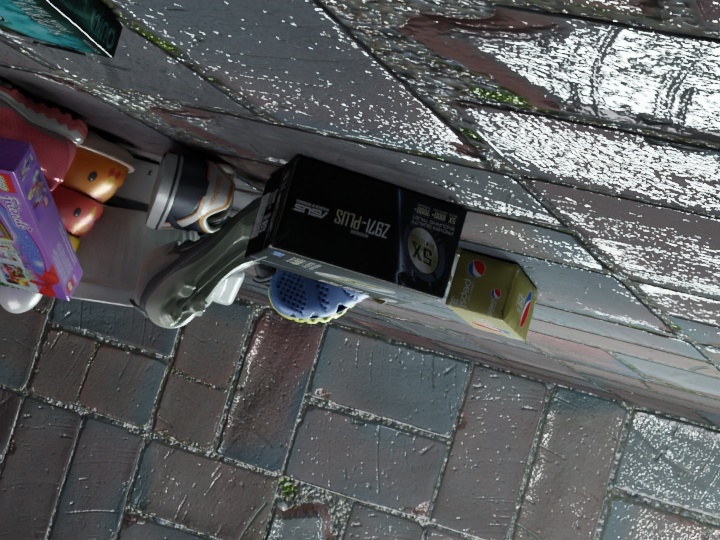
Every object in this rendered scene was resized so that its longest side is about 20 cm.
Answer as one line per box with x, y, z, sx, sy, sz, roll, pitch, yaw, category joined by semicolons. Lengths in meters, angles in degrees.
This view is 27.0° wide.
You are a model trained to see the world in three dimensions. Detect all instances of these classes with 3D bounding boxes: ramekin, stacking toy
-0.269;-0.014;1.684;0.200;0.105;0.200;8;178;0;ramekin
-0.328;-0.051;1.559;0.146;0.200;0.146;16;175;1;stacking toy

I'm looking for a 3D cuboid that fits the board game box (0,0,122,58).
-0.234;-0.178;0.890;0.135;0.028;0.200;15;175;10;board game box

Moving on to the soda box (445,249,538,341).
0.150;0.031;1.684;0.068;0.064;0.200;15;175;15;soda box

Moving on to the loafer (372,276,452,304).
0.028;0.003;1.717;0.073;0.072;0.200;10;172;45;loafer

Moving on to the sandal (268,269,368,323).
0.000;0.000;1.576;0.200;0.080;0.087;-15;166;-7;sandal

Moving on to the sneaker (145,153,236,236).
-0.172;-0.073;1.517;0.079;0.079;0.200;14;179;-11;sneaker

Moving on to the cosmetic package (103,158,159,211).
-0.312;-0.110;1.714;0.200;0.052;0.151;15;173;5;cosmetic package

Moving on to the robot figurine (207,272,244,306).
-0.279;-0.012;2.286;0.200;0.113;0.170;17;-156;-18;robot figurine

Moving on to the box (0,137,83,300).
-0.354;-0.055;1.426;0.137;0.039;0.200;12;146;14;box

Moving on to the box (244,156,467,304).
-0.010;-0.032;1.403;0.164;0.086;0.200;17;175;-11;box

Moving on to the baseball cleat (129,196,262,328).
-0.154;-0.025;1.544;0.106;0.200;0.070;27;148;45;baseball cleat

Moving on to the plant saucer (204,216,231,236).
-0.221;-0.049;1.867;0.200;0.036;0.200;11;-164;-3;plant saucer

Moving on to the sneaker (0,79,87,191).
-0.342;-0.130;1.404;0.074;0.087;0.200;10;172;41;sneaker

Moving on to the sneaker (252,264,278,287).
-0.099;0.003;2.126;0.114;0.076;0.200;18;169;-14;sneaker
